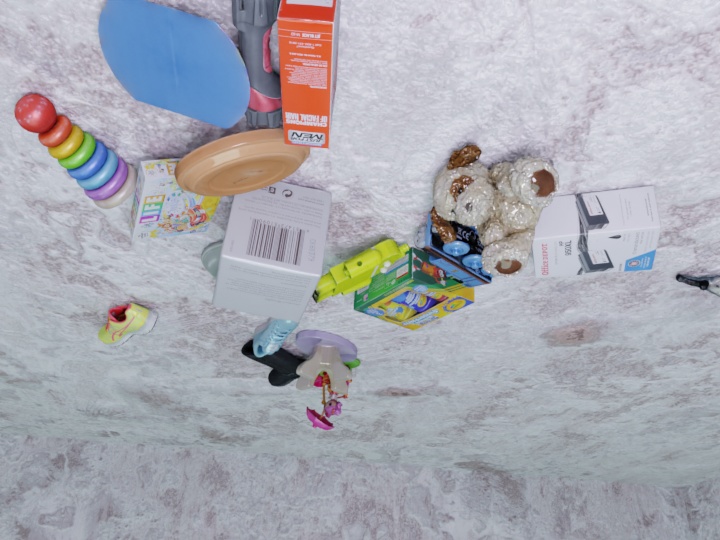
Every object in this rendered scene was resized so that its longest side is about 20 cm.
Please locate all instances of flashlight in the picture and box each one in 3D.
[{"bbox_3d":[-0.118,-0.267,0.780,0.068,0.068,0.200,8,147,-4],"label":"flashlight"}]

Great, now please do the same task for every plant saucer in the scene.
[{"bbox_3d":[-0.230,0.005,1.308,0.199,0.051,0.200,2,151,1],"label":"plant saucer"},{"bbox_3d":[-0.168,-0.150,0.928,0.199,0.033,0.200,-16,173,-2],"label":"plant saucer"}]

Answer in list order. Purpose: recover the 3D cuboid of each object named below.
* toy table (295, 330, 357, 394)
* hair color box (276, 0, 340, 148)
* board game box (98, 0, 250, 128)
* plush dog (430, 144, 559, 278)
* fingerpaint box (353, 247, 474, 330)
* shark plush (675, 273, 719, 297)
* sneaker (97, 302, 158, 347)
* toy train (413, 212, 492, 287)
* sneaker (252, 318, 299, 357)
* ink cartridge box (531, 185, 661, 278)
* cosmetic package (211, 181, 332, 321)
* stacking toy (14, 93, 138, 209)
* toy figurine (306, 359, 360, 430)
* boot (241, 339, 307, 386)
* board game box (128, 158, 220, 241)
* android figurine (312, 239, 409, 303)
[{"bbox_3d":[-0.091,0.244,1.669,0.199,0.118,0.183,25,145,-33],"label":"toy table"},{"bbox_3d":[-0.058,-0.251,0.747,0.063,0.112,0.200,5,151,-1],"label":"hair color box"},{"bbox_3d":[-0.223,-0.266,0.791,0.199,0.039,0.158,18,144,4],"label":"board game box"},{"bbox_3d":[0.196,-0.114,0.985,0.171,0.161,0.201,17,124,4],"label":"plush dog"},{"bbox_3d":[0.109,0.046,1.321,0.166,0.074,0.200,21,147,-30],"label":"fingerpaint box"},{"bbox_3d":[0.729,0.044,1.267,0.199,0.092,0.083,-2,-178,-1],"label":"shark plush"},{"bbox_3d":[-0.585,0.122,1.551,0.199,0.079,0.090,-23,135,30],"label":"sneaker"},{"bbox_3d":[0.182,-0.036,1.153,0.199,0.087,0.114,26,151,-36],"label":"toy train"},{"bbox_3d":[-0.206,0.164,1.567,0.074,0.082,0.200,16,149,-24],"label":"sneaker"},{"bbox_3d":[0.390,-0.060,1.082,0.199,0.085,0.145,-5,150,16],"label":"ink cartridge box"},{"bbox_3d":[-0.155,-0.033,1.102,0.164,0.166,0.200,12,151,-12],"label":"cosmetic package"},{"bbox_3d":[-0.429,-0.182,0.955,0.085,0.086,0.200,-9,146,22],"label":"stacking toy"},{"bbox_3d":[-0.085,0.357,1.806,0.199,0.185,0.150,-23,143,38],"label":"toy figurine"},{"bbox_3d":[-0.252,0.255,1.757,0.164,0.066,0.200,-26,145,28],"label":"boot"},{"bbox_3d":[-0.303,-0.116,1.052,0.134,0.034,0.200,-10,160,-29],"label":"board game box"},{"bbox_3d":[0.000,0.000,1.193,0.199,0.041,0.182,-25,170,-14],"label":"android figurine"}]
